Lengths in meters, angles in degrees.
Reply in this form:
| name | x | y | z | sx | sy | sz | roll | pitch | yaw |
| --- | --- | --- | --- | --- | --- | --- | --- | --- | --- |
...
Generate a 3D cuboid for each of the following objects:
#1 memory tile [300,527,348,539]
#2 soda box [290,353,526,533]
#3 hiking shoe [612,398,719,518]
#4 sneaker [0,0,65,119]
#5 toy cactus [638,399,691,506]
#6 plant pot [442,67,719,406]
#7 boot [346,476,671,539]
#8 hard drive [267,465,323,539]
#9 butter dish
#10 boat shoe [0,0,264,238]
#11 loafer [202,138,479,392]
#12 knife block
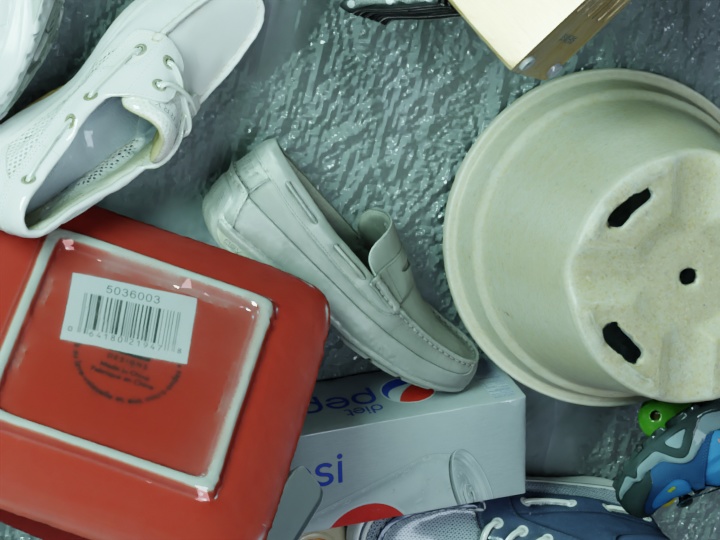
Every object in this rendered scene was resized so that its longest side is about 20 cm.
| name | x | y | z | sx | sy | sz | roll | pitch | yaw |
| --- | --- | --- | --- | --- | --- | --- | --- | --- | --- |
| memory tile | -0.071 | 0.246 | 1.557 | 0.200 | 0.017 | 0.154 | -32 | 120 | -6 |
| soda box | -0.004 | 0.106 | 1.495 | 0.199 | 0.063 | 0.069 | -8 | 115 | -17 |
| hiking shoe | 0.228 | 0.101 | 1.444 | 0.200 | 0.074 | 0.087 | -38 | 83 | 35 |
| sneaker | -0.197 | -0.164 | 1.312 | 0.099 | 0.078 | 0.201 | 21 | 112 | -1 |
| toy cactus | 0.254 | 0.079 | 1.580 | 0.199 | 0.102 | 0.166 | 15 | 87 | -23 |
| plant pot | 0.160 | -0.006 | 1.410 | 0.200 | 0.183 | 0.201 | -1 | 98 | -9 |
| boot | 0.097 | 0.165 | 1.539 | 0.199 | 0.090 | 0.073 | -3 | 110 | -22 |
| hard drive | -0.118 | 0.190 | 1.402 | 0.200 | 0.132 | 0.027 | -33 | 102 | 32 |
| butter dish | -0.137 | 0.084 | 1.380 | 0.199 | 0.200 | 0.148 | 18 | 143 | -2 |
| boat shoe | -0.117 | -0.084 | 1.350 | 0.200 | 0.069 | 0.071 | -44 | 131 | -14 |
| loafer | 0.000 | 0.000 | 1.448 | 0.200 | 0.070 | 0.070 | 36 | 105 | -29 |
| knife block | 0.069 | -0.196 | 1.333 | 0.200 | 0.064 | 0.176 | -43 | 76 | 15 |
